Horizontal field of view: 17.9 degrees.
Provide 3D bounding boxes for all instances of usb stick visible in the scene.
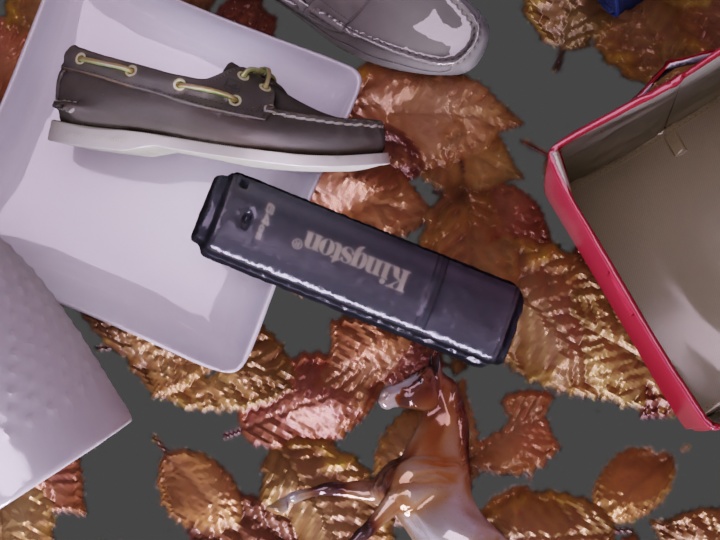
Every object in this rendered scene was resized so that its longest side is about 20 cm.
[{"bbox_3d":[0.000,0.000,1.349,0.200,0.033,0.055,22,88,-8],"label":"usb stick"}]

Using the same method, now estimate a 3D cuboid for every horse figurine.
[{"bbox_3d":[0.041,0.166,1.339,0.133,0.050,0.200,-29,75,-16],"label":"horse figurine"}]

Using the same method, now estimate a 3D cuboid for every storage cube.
[{"bbox_3d":[0.216,-0.022,1.282,0.171,0.180,0.200,-31,85,1],"label":"storage cube"}]

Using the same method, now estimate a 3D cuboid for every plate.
[{"bbox_3d":[-0.125,-0.063,1.383,0.200,0.032,0.200,22,87,4],"label":"plate"}]

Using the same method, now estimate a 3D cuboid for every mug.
[{"bbox_3d":[-0.261,0.065,1.318,0.200,0.148,0.175,-32,91,7],"label":"mug"}]

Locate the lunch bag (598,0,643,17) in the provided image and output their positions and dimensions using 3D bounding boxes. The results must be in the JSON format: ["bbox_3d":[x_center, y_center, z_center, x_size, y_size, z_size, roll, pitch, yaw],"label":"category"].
[{"bbox_3d":[0.153,-0.267,1.327,0.132,0.136,0.200,-31,83,1],"label":"lunch bag"}]

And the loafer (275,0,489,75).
[{"bbox_3d":[-0.017,-0.175,1.365,0.200,0.070,0.070,25,88,6],"label":"loafer"}]

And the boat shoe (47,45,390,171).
[{"bbox_3d":[-0.081,-0.092,1.331,0.202,0.072,0.060,6,91,8],"label":"boat shoe"}]
